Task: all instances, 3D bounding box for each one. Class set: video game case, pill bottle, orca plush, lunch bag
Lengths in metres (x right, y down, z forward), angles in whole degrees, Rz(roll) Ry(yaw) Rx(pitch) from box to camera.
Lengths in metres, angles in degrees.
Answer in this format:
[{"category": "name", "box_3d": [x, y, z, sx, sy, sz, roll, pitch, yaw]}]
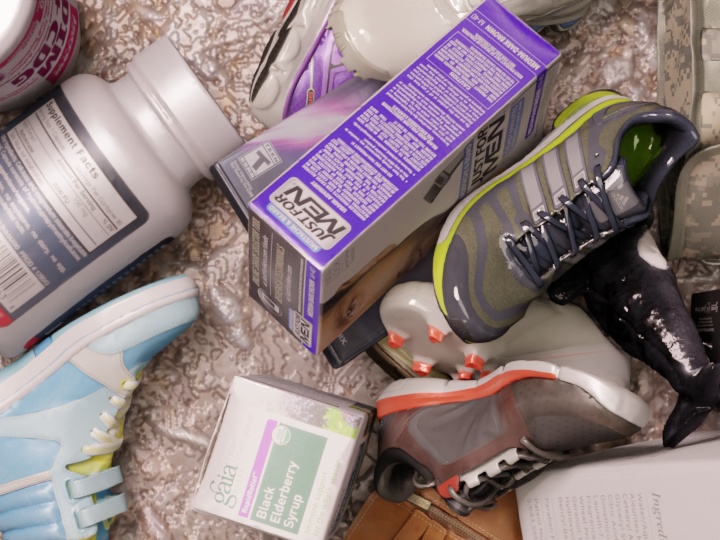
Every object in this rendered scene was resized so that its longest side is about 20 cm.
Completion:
[{"category": "video game case", "box_3d": [0.025, -0.053, 1.190, 0.199, 0.019, 0.143, -33, 93, -21]}, {"category": "pill bottle", "box_3d": [-0.173, -0.050, 1.198, 0.200, 0.120, 0.120, -36, 87, 0]}, {"category": "orca plush", "box_3d": [0.147, 0.025, 1.156, 0.071, 0.106, 0.201, -8, 49, -10]}, {"category": "pill bottle", "box_3d": [-0.231, -0.155, 1.162, 0.112, 0.200, 0.114, 0, 88, 2]}, {"category": "lunch bag", "box_3d": [0.267, -0.099, 1.190, 0.163, 0.118, 0.202, -2, 96, -2]}]

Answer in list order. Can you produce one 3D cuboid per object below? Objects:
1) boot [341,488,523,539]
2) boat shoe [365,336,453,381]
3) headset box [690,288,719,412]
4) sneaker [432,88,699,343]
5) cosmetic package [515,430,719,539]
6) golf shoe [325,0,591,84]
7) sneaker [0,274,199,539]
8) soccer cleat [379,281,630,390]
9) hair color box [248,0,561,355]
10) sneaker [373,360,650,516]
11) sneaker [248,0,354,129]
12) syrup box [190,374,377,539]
[{"category": "boot", "box_3d": [0.057, 0.203, 1.210, 0.154, 0.074, 0.201, 24, 78, 2]}, {"category": "boat shoe", "box_3d": [0.000, 0.000, 1.219, 0.200, 0.072, 0.068, 43, 82, -5]}, {"category": "headset box", "box_3d": [0.287, 0.048, 1.167, 0.198, 0.149, 0.078, 1, 88, 2]}, {"category": "sneaker", "box_3d": [0.117, -0.036, 1.113, 0.200, 0.081, 0.074, -49, 113, -23]}, {"category": "cosmetic package", "box_3d": [0.221, 0.179, 1.113, 0.164, 0.200, 0.166, -8, 88, -34]}, {"category": "golf shoe", "box_3d": [0.072, -0.174, 1.166, 0.199, 0.097, 0.079, -23, 84, -31]}, {"category": "sneaker", "box_3d": [-0.161, 0.099, 1.215, 0.199, 0.080, 0.131, -33, 86, 9]}, {"category": "soccer cleat", "box_3d": [0.090, 0.040, 1.182, 0.199, 0.069, 0.078, 28, 67, -35]}, {"category": "hair color box", "box_3d": [0.024, -0.054, 1.114, 0.200, 0.109, 0.065, -41, 71, -21]}, {"category": "sneaker", "box_3d": [0.084, 0.106, 1.121, 0.077, 0.199, 0.082, 29, 64, -33]}, {"category": "sneaker", "box_3d": [0.002, -0.172, 1.231, 0.083, 0.081, 0.201, 26, 96, -15]}, {"category": "syrup box", "box_3d": [-0.041, 0.110, 1.148, 0.081, 0.200, 0.079, 17, 88, 2]}]
